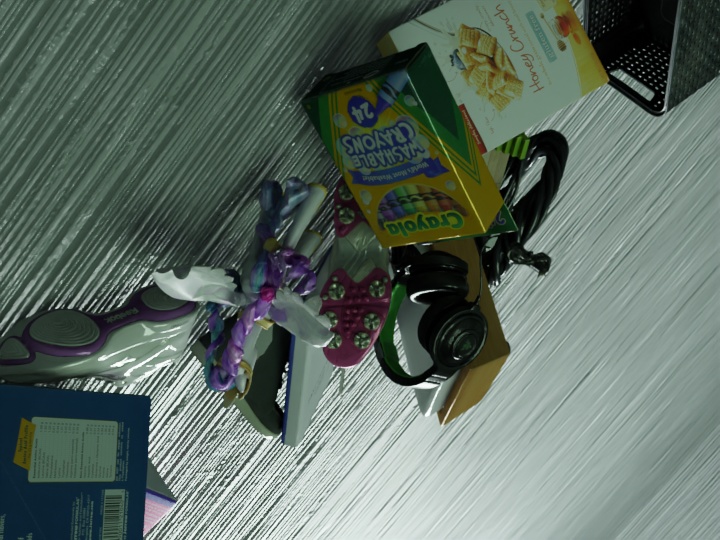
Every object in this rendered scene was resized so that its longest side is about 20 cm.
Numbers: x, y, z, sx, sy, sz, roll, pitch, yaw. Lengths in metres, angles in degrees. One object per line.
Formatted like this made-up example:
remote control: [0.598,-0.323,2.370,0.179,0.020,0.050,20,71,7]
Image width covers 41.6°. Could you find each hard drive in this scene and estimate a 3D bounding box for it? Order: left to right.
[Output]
hard drive: [-0.051,0.086,1.070,0.133,0.025,0.202,-64,167,-47]

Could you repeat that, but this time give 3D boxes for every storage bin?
storage bin: [0.322,-0.287,1.028,0.093,0.135,0.201,-35,145,-13]

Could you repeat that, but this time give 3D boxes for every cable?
cable: [0.172,-0.073,1.093,0.050,0.163,0.201,29,107,-9]

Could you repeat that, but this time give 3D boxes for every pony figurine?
pony figurine: [-0.091,0.014,0.880,0.194,0.164,0.202,103,7,-65]

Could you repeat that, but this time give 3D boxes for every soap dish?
soap dish: [0.096,0.052,1.068,0.080,0.202,0.158,-8,151,-12]

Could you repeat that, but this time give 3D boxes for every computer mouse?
computer mouse: [0.021,0.014,1.079,0.043,0.111,0.201,-5,142,-17]

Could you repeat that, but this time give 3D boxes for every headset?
headset: [0.094,0.036,0.937,0.093,0.125,0.200,14,137,-37]

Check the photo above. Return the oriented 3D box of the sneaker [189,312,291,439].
sneaker: [-0.101,0.112,1.060,0.106,0.075,0.201,-39,145,-9]

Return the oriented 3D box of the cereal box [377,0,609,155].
cereal box: [0.131,-0.202,0.923,0.199,0.145,0.039,-31,-175,-20]

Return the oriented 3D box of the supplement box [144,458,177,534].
supplement box: [-0.306,0.261,0.976,0.200,0.101,0.103,-43,147,-2]

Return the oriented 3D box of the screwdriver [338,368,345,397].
screwdriver: [-0.018,0.080,1.101,0.029,0.028,0.202,-23,139,-38]

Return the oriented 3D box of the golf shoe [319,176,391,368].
golf shoe: [0.000,0.000,0.984,0.092,0.074,0.203,58,42,-85]

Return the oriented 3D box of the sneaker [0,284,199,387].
sneaker: [-0.239,0.080,0.877,0.198,0.075,0.101,-14,135,-38]

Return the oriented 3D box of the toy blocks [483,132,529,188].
toy blocks: [0.092,-0.137,1.001,0.135,0.100,0.202,-12,136,-23]

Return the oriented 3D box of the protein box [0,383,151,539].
protein box: [-0.300,0.201,0.802,0.199,0.133,0.202,16,71,-52]

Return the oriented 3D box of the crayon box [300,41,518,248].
crayon box: [0.047,-0.095,0.873,0.201,0.125,0.052,59,46,-25]
